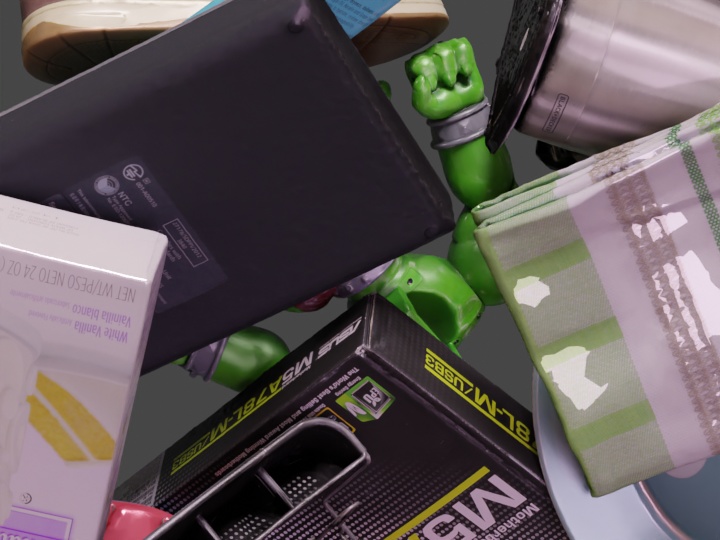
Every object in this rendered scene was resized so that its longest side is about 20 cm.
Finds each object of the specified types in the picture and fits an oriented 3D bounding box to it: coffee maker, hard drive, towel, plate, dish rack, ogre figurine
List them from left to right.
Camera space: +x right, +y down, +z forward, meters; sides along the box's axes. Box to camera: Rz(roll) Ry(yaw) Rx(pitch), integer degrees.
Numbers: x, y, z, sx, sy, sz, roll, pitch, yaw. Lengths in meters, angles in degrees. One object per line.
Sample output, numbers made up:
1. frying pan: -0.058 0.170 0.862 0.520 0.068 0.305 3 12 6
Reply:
1. hard drive: -0.077 -0.030 1.113 0.199 0.033 0.140 -24 127 14
2. dish rack: -0.012 0.181 1.103 0.153 0.055 0.200 -36 82 -30
3. ogre figurine: 0.000 0.000 1.211 0.200 0.098 0.120 -44 102 -16
4. plate: 0.162 0.068 1.208 0.199 0.026 0.202 10 74 -35
5. towel: 0.163 0.003 1.108 0.199 0.031 0.150 -23 107 9
6. coffee maker: 0.174 -0.118 1.173 0.199 0.135 0.193 17 78 -5

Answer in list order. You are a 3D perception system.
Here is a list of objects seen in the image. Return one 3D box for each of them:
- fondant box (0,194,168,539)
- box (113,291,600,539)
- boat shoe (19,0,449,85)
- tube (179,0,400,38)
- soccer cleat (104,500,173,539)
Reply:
1. fondant box: -0.171 0.068 1.090 0.143 0.058 0.201 13 112 -3
2. box: 0.006 0.125 1.217 0.193 0.048 0.200 40 123 -22
3. boat shoe: -0.056 -0.124 1.173 0.199 0.073 0.065 -3 72 -24
4. tube: -0.064 -0.084 1.121 0.199 0.051 0.077 -33 160 22
5. soccer cleat: -0.056 0.161 1.188 0.199 0.077 0.067 20 71 0
